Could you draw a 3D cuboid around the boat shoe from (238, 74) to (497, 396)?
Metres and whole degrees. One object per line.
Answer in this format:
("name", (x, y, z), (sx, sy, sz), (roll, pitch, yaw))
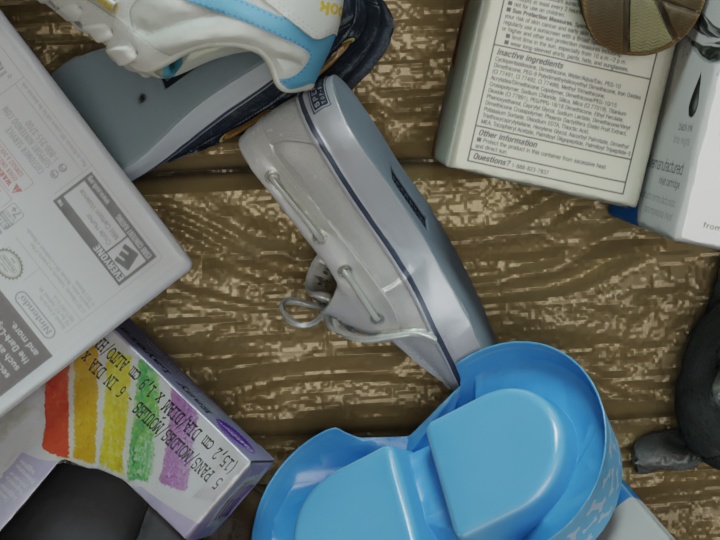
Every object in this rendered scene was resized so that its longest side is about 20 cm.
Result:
("boat shoe", (0.000, 0.002, 0.815), (0.086, 0.075, 0.202), (-26, 122, 14))

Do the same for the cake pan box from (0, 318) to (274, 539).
("cake pan box", (-0.170, 0.103, 0.806), (0.200, 0.052, 0.184), (43, 95, 12))

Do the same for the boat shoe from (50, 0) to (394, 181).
("boat shoe", (-0.078, -0.088, 0.811), (0.200, 0.091, 0.071), (-27, 72, 25))

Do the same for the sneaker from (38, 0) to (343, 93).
("sneaker", (-0.107, -0.129, 0.704), (0.199, 0.077, 0.081), (10, 93, 4))

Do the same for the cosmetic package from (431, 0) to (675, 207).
("cosmetic package", (0.107, -0.141, 0.807), (0.103, 0.087, 0.201), (13, 97, -5))

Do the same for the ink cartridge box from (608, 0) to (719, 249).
("ink cartridge box", (0.196, -0.111, 0.789), (0.084, 0.146, 0.201), (11, 96, -4))

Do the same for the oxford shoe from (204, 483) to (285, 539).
("oxford shoe", (-0.085, 0.206, 0.846), (0.084, 0.073, 0.201), (15, 96, -8))

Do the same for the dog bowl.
("dog bowl", (0.041, 0.116, 0.797), (0.200, 0.112, 0.050), (-30, 141, 18))

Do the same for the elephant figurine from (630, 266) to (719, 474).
("elephant figurine", (0.236, 0.057, 0.786), (0.141, 0.200, 0.156), (8, 97, -6))

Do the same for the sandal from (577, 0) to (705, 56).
("sandal", (0.140, -0.200, 0.734), (0.080, 0.054, 0.201), (8, 112, -1))

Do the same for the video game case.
("video game case", (-0.209, -0.026, 0.748), (0.182, 0.023, 0.200), (-38, 102, -9))

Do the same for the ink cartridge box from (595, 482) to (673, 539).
("ink cartridge box", (0.157, 0.207, 0.777), (0.084, 0.200, 0.146), (-35, 115, 0))
